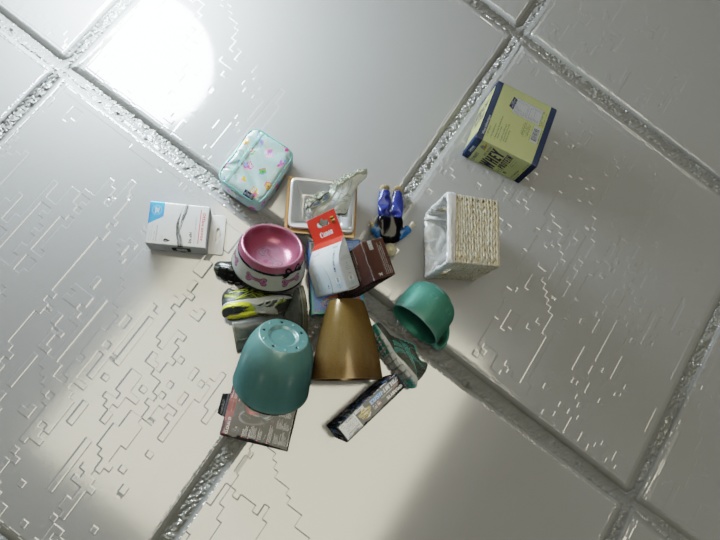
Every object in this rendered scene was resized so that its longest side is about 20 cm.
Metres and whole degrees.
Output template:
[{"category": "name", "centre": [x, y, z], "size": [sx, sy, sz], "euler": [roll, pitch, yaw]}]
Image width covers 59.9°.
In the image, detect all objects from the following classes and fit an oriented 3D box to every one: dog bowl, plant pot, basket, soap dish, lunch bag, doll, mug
[{"category": "dog bowl", "centre": [-0.234, -0.040, 1.622], "size": [0.196, 0.075, 0.202], "euler": [12, 42, -10]}, {"category": "plant pot", "centre": [-0.204, 0.221, 1.533], "size": [0.196, 0.163, 0.202], "euler": [14, 32, -9]}, {"category": "plant pot", "centre": [-0.035, 0.179, 1.604], "size": [0.182, 0.186, 0.205], "euler": [1, 79, -9]}, {"category": "basket", "centre": [0.275, -0.087, 1.718], "size": [0.157, 0.198, 0.205], "euler": [4, 76, -12]}, {"category": "soap dish", "centre": [-0.110, -0.170, 1.730], "size": [0.195, 0.081, 0.161], "euler": [5, 76, -8]}, {"category": "lunch bag", "centre": [-0.292, -0.279, 1.726], "size": [0.159, 0.077, 0.202], "euler": [34, 74, -1]}, {"category": "doll", "centre": [0.090, -0.139, 1.773], "size": [0.133, 0.049, 0.205], "euler": [5, 76, -7]}, {"category": "mug", "centre": [0.180, 0.113, 1.692], "size": [0.151, 0.186, 0.115], "euler": [33, 70, 25]}]

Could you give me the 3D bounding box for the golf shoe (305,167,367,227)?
[{"category": "golf shoe", "centre": [-0.051, -0.195, 1.678], "size": [0.198, 0.078, 0.098], "euler": [-36, 102, -10]}]

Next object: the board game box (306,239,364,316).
[{"category": "board game box", "centre": [-0.069, 0.020, 1.712], "size": [0.148, 0.045, 0.205], "euler": [-1, 78, -10]}]

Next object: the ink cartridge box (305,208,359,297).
[{"category": "ink cartridge box", "centre": [-0.088, -0.040, 1.598], "size": [0.047, 0.159, 0.204], "euler": [-20, 93, -33]}]

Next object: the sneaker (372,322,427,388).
[{"category": "sneaker", "centre": [0.106, 0.218, 1.693], "size": [0.091, 0.077, 0.201], "euler": [-36, 89, -31]}]

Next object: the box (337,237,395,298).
[{"category": "box", "centre": [0.000, 0.000, 1.599], "size": [0.074, 0.199, 0.102], "euler": [-15, 81, -30]}]

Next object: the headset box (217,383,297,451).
[{"category": "headset box", "centre": [-0.262, 0.361, 1.587], "size": [0.196, 0.075, 0.152], "euler": [15, 75, -6]}]

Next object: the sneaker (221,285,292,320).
[{"category": "sneaker", "centre": [-0.274, 0.072, 1.652], "size": [0.196, 0.075, 0.086], "euler": [-4, 50, -24]}]

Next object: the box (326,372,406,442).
[{"category": "box", "centre": [0.011, 0.343, 1.573], "size": [0.197, 0.200, 0.050], "euler": [-38, 87, -16]}]

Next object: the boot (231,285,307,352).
[{"category": "boot", "centre": [-0.234, 0.126, 1.616], "size": [0.195, 0.073, 0.185], "euler": [-1, 118, -8]}]

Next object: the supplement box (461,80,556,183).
[{"category": "supplement box", "centre": [0.438, -0.407, 1.846], "size": [0.197, 0.134, 0.203], "euler": [25, 75, -3]}]

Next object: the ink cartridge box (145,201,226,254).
[{"category": "ink cartridge box", "centre": [-0.462, -0.112, 1.665], "size": [0.195, 0.067, 0.119], "euler": [5, 76, -8]}]

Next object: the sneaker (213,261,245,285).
[{"category": "sneaker", "centre": [-0.294, -0.004, 1.678], "size": [0.195, 0.076, 0.081], "euler": [9, 58, -10]}]
